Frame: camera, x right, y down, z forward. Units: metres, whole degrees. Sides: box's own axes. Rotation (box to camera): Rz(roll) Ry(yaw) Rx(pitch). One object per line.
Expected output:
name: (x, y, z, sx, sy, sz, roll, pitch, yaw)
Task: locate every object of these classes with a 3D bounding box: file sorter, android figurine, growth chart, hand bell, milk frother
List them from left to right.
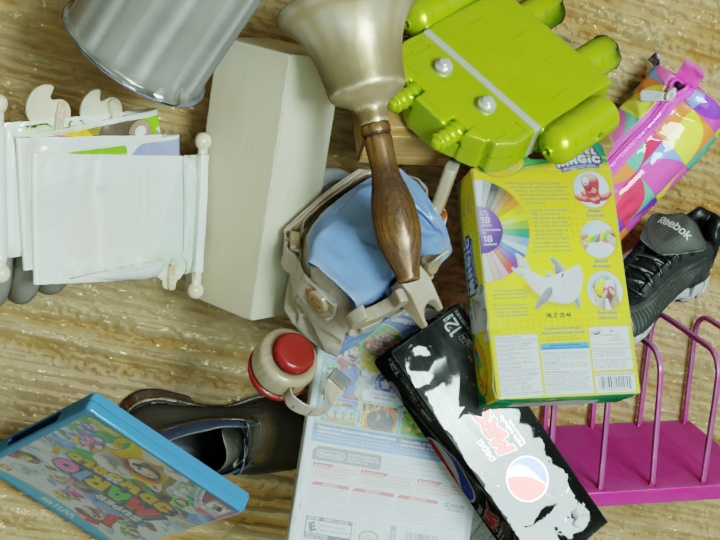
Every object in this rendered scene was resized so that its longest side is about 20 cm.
growth chart: (-0.181, -0.054, 0.991, 0.199, 0.018, 0.146, 3, 96, -45)
milk frother: (-0.083, -0.226, 0.988, 0.199, 0.181, 0.188, 21, 121, -34)
hand bell: (0.012, -0.090, 0.968, 0.103, 0.104, 0.202, -11, 83, -11)
android figurine: (0.105, -0.148, 1.058, 0.199, 0.182, 0.041, -31, 156, -33)
file sorter: (0.224, 0.110, 1.176, 0.198, 0.139, 0.127, -1, 106, -14)

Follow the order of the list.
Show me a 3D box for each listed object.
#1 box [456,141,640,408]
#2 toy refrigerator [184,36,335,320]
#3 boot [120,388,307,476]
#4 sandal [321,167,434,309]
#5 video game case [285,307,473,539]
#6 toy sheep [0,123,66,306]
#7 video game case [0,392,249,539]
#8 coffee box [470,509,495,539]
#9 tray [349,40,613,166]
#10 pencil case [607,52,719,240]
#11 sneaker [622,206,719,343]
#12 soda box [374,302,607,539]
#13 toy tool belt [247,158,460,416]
box: (0.136, -0.001, 1.042, 0.116, 0.048, 0.202, -1, 77, -14)
toy refrigerator: (-0.073, -0.072, 1.068, 0.070, 0.075, 0.202, -9, 113, -51)
boot: (-0.093, 0.145, 1.124, 0.198, 0.097, 0.075, 5, 104, -16)
sandal: (0.006, 0.012, 1.141, 0.082, 0.050, 0.204, -23, 98, -22)
video game case: (0.026, 0.126, 1.087, 0.142, 0.018, 0.202, 11, 78, -10)
toy sheep: (-0.274, -0.038, 1.008, 0.198, 0.138, 0.139, -2, 107, -19)
video game case: (-0.193, 0.160, 1.068, 0.143, 0.199, 0.018, 37, 54, -21)
coffee box: (0.095, 0.221, 1.189, 0.199, 0.114, 0.080, 36, 94, -22)
tray: (0.091, -0.130, 1.091, 0.198, 0.099, 0.037, 1, 146, -16)
pencil case: (0.212, -0.080, 1.146, 0.088, 0.088, 0.200, 39, 93, -21)
sneaker: (0.236, -0.003, 1.133, 0.199, 0.066, 0.091, -25, 142, -45)
soda box: (0.097, 0.129, 1.059, 0.071, 0.063, 0.201, -34, 88, -15)
toy tool belt: (0.000, 0.000, 1.015, 0.125, 0.123, 0.200, 42, 51, -2)
